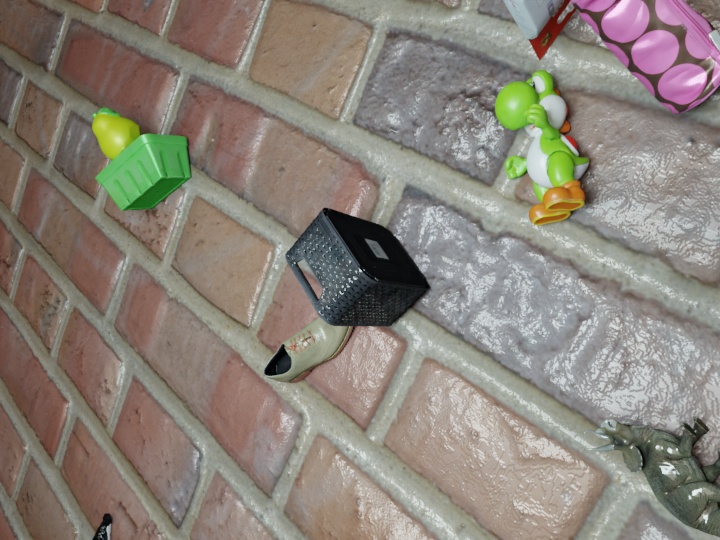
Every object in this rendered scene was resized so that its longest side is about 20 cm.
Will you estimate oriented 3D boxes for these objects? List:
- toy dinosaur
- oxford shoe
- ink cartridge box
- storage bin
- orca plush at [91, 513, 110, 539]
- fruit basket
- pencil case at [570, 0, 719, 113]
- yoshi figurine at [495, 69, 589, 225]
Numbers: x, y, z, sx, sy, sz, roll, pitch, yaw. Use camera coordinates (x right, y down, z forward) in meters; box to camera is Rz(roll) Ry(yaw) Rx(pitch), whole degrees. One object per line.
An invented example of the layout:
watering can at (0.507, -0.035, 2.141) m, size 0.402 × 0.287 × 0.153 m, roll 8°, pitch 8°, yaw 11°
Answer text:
toy dinosaur at (0.370, 0.237, 0.604) m, size 0.201 × 0.076 × 0.103 m, roll 52°, pitch 124°, yaw 21°
oxford shoe at (-0.089, 0.132, 0.910) m, size 0.200 × 0.074 × 0.071 m, roll -47°, pitch 62°, yaw 20°
ink cartridge box at (0.263, -0.364, 0.649) m, size 0.057 × 0.198 × 0.164 m, roll 47°, pitch 109°, yaw 32°
storage bin at (0.000, 0.000, 0.788) m, size 0.094 × 0.198 × 0.137 m, roll -44°, pitch 64°, yaw 20°
orca plush at (-0.602, 0.672, 1.198) m, size 0.103 × 0.070 × 0.206 m, roll 7°, pitch 89°, yaw 34°
fruit basket at (-0.503, -0.262, 1.180) m, size 0.210 × 0.155 × 0.222 m, roll 5°, pitch 101°, yaw 27°
pencil case at (0.340, -0.283, 0.609) m, size 0.199 × 0.094 × 0.091 m, roll 39°, pitch 90°, yaw -6°
yoshi figurine at (0.232, -0.172, 0.711) m, size 0.111 × 0.111 × 0.206 m, roll -16°, pitch 73°, yaw 37°
